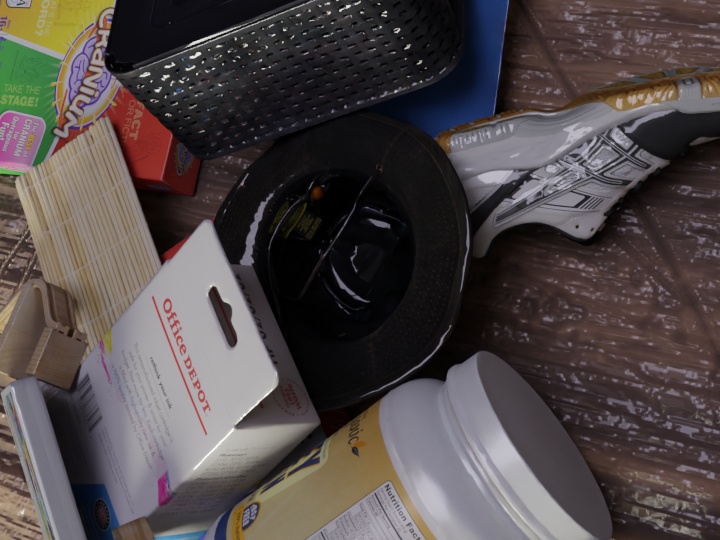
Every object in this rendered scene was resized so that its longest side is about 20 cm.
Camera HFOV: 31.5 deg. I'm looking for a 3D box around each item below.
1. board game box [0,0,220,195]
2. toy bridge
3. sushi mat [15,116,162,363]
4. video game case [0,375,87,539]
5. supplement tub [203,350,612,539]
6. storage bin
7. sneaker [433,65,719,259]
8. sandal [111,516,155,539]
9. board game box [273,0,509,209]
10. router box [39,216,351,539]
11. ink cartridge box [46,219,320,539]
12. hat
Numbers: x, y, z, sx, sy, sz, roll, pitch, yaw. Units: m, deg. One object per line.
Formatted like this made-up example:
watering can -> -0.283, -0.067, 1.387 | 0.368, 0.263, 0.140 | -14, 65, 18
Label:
board game box -> -0.199, -0.143, 0.964 | 0.200, 0.040, 0.153 | 7, 81, 29
toy bridge -> -0.224, 0.040, 0.858 | 0.200, 0.027, 0.067 | -2, 64, 61
sushi mat -> -0.182, -0.007, 0.883 | 0.096, 0.012, 0.200 | -33, 61, 17
video game case -> -0.196, 0.140, 0.805 | 0.018, 0.200, 0.143 | -16, 89, -18
supplement tub -> 0.024, 0.150, 0.714 | 0.200, 0.144, 0.145 | -37, 63, 15
storage bin -> -0.045, -0.168, 0.783 | 0.200, 0.094, 0.135 | -15, 52, 24
sneaker -> 0.143, -0.062, 0.756 | 0.200, 0.076, 0.088 | -13, 101, 16
sandal -> -0.086, 0.220, 0.759 | 0.070, 0.212, 0.078 | -20, 39, -13
board game box -> 0.027, -0.137, 0.846 | 0.158, 0.039, 0.200 | 6, 88, 27
router box -> -0.120, 0.088, 0.861 | 0.200, 0.049, 0.180 | -34, 64, 17
ink cartridge box -> -0.099, 0.074, 0.749 | 0.200, 0.068, 0.115 | -45, 57, 33
hat -> 0.000, 0.000, 0.780 | 0.200, 0.081, 0.201 | -14, 66, 33
